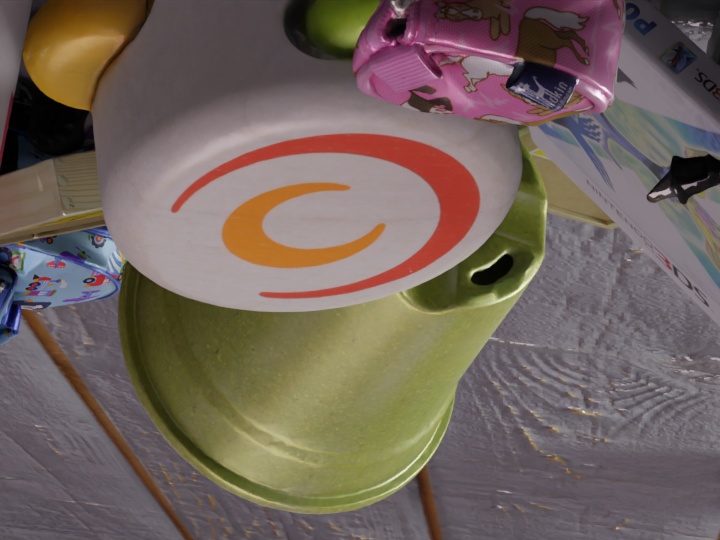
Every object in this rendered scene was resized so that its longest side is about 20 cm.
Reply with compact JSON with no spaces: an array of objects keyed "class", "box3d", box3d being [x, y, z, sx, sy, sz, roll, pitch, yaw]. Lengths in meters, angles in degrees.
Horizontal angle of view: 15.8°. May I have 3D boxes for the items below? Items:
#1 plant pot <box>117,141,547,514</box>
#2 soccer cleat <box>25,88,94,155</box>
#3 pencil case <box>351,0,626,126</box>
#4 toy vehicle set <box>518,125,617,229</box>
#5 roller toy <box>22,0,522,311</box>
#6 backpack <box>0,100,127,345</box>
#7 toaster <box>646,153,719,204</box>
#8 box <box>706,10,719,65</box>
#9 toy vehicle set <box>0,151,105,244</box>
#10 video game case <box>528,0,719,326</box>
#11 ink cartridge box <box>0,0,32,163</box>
[{"class":"plant pot","box3d":[0.000,0.000,1.340,0.199,0.201,0.184,14,148,-22]},{"class":"soccer cleat","box3d":[-0.102,-0.093,1.299,0.073,0.069,0.200,17,159,-29]},{"class":"pencil case","box3d":[0.050,-0.146,0.795,0.082,0.201,0.087,9,175,-2]},{"class":"toy vehicle set","box3d":[0.133,-0.067,1.346,0.124,0.027,0.200,15,163,-25]},{"class":"roller toy","box3d":[-0.029,-0.079,1.136,0.199,0.140,0.182,-17,150,15]},{"class":"backpack","box3d":[-0.217,-0.024,1.480,0.199,0.135,0.182,11,165,-23]},{"class":"toaster","box3d":[0.218,-0.098,0.907,0.199,0.182,0.119,-1,164,26]},{"class":"box","box3d":[0.210,-0.082,1.115,0.112,0.102,0.200,7,165,3]},{"class":"toy vehicle set","box3d":[-0.138,-0.039,1.300,0.124,0.027,0.200,-12,180,-33]},{"class":"video game case","box3d":[0.122,-0.058,1.116,0.182,0.022,0.200,47,169,30]},{"class":"ink cartridge box","box3d":[-0.268,-0.090,1.237,0.199,0.147,0.083,0,162,25]}]
